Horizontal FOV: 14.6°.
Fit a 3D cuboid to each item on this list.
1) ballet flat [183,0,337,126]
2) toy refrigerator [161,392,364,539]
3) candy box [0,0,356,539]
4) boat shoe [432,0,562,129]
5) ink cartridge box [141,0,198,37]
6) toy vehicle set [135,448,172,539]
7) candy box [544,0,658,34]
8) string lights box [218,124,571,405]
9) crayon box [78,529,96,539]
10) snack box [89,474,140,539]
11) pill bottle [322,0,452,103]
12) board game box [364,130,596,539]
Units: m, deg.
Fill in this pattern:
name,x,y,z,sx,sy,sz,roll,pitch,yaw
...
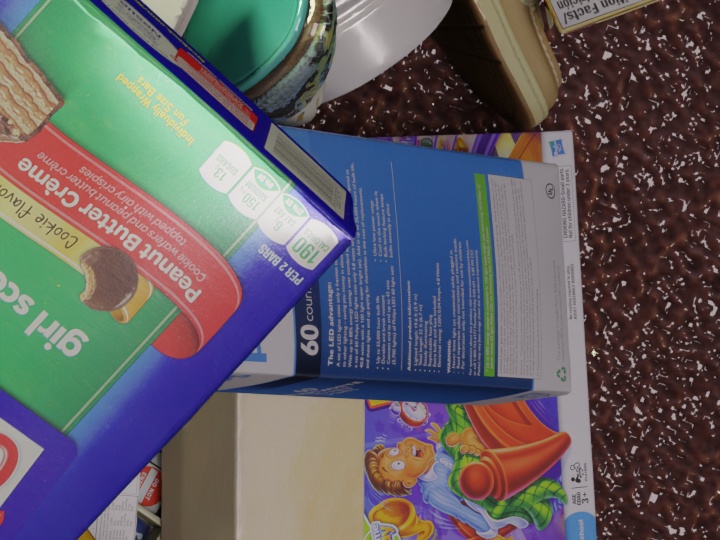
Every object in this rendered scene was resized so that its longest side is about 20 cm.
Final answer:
name,x,y,z,sx,sy,sz,roll,pitch,yaw
ballet flat,-0.054,-0.080,1.160,0.074,0.200,0.074,7,78,-36
toy refrigerator,-0.040,0.147,1.214,0.070,0.076,0.200,2,87,-29
candy box,-0.129,-0.002,0.998,0.169,0.077,0.200,41,101,-8
boat shoe,0.050,-0.160,1.258,0.063,0.073,0.200,-30,108,-16
ink cartridge box,-0.179,-0.090,1.074,0.200,0.084,0.146,28,116,-5
toy vehicle set,-0.068,0.093,1.258,0.124,0.027,0.200,36,72,-23
candy box,0.080,-0.218,1.230,0.055,0.115,0.200,-18,112,24
string lights box,0.000,0.000,1.164,0.200,0.059,0.103,6,78,-45
crayon box,-0.154,0.146,1.114,0.127,0.051,0.200,-40,133,-9
snack box,-0.127,0.059,1.197,0.072,0.024,0.200,7,85,-29
pill bottle,-0.051,-0.174,1.192,0.114,0.114,0.200,-38,111,-9
board game box,0.035,0.039,1.277,0.134,0.045,0.200,-4,90,-30
